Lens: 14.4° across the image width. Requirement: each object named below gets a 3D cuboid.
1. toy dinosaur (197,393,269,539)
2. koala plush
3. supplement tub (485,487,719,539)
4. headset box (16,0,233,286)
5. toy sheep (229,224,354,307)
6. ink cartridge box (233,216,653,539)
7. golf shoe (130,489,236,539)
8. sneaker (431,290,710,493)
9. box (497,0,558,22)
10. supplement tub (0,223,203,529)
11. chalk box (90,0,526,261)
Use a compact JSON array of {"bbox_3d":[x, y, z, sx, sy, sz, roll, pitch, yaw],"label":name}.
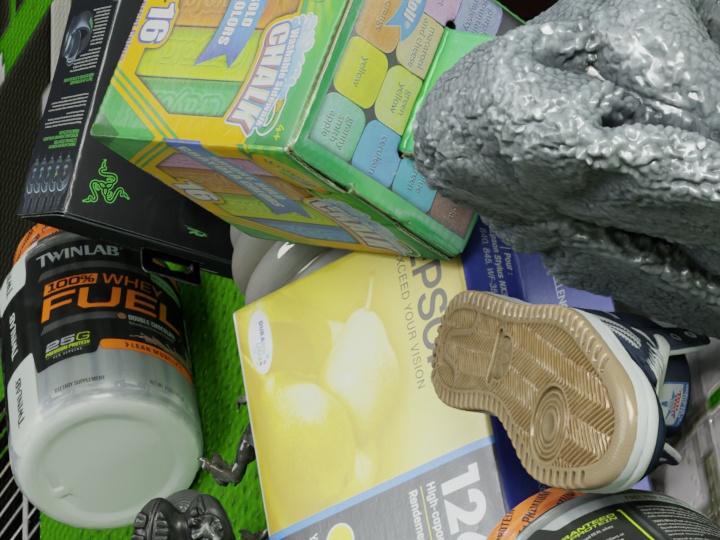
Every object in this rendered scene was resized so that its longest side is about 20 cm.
[{"bbox_3d":[-0.046,0.110,1.629,0.088,0.047,0.200,-50,35,29],"label":"toy dinosaur"},{"bbox_3d":[0.132,-0.102,1.193,0.177,0.184,0.200,106,-178,-71],"label":"koala plush"},{"bbox_3d":[0.121,0.163,1.130,0.123,0.122,0.200,-69,24,10],"label":"supplement tub"},{"bbox_3d":[-0.094,-0.091,1.700,0.093,0.174,0.200,0,74,66],"label":"headset box"},{"bbox_3d":[0.000,0.000,1.498,0.138,0.138,0.200,-52,53,39],"label":"toy sheep"},{"bbox_3d":[0.035,0.074,1.354,0.200,0.047,0.198,-29,58,34],"label":"ink cartridge box"},{"bbox_3d":[-0.097,0.227,1.648,0.094,0.078,0.200,21,-104,-85],"label":"golf shoe"},{"bbox_3d":[0.112,0.054,1.209,0.200,0.108,0.070,-150,74,-69],"label":"sneaker"},{"bbox_3d":[0.052,-0.235,1.437,0.166,0.164,0.200,124,159,-80],"label":"box"},{"bbox_3d":[-0.170,0.059,1.833,0.123,0.122,0.200,-58,29,31],"label":"supplement tub"},{"bbox_3d":[-0.007,-0.087,1.349,0.200,0.124,0.125,5,69,48],"label":"chalk box"}]
